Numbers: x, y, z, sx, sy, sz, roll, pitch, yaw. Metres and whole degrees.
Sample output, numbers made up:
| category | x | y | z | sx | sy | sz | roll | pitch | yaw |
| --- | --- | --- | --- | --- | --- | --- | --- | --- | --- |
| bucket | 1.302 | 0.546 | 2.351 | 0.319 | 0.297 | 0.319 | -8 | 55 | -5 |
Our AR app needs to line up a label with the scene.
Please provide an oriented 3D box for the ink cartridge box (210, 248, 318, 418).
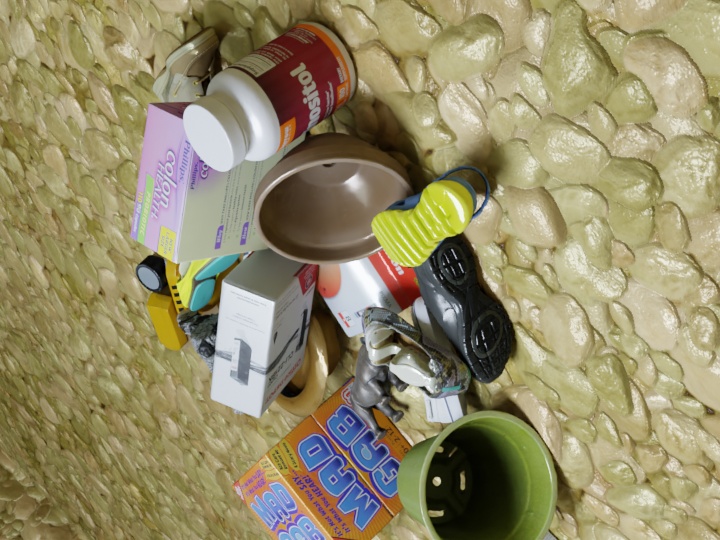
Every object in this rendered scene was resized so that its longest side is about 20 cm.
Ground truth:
| category | x | y | z | sx | sy | sz | roll | pitch | yaw |
| --- | --- | --- | --- | --- | --- | --- | --- | --- | --- |
| ink cartridge box | -0.132 | 0.077 | 1.545 | 0.083 | 0.144 | 0.202 | 21 | 124 | 14 |

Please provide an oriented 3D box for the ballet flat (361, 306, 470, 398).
| category | x | y | z | sx | sy | sz | roll | pitch | yaw |
| --- | --- | --- | --- | --- | --- | --- | --- | --- | --- |
| ballet flat | 0.051 | 0.103 | 1.423 | 0.199 | 0.072 | 0.073 | 30 | 143 | 42 |

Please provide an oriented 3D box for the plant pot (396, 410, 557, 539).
| category | x | y | z | sx | sy | sz | roll | pitch | yaw |
| --- | --- | --- | --- | --- | --- | --- | --- | --- | --- |
| plant pot | 0.137 | 0.291 | 1.533 | 0.201 | 0.199 | 0.190 | 56 | 161 | -6 |

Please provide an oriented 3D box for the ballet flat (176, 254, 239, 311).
| category | x | y | z | sx | sy | sz | roll | pitch | yaw |
| --- | --- | --- | --- | --- | --- | --- | --- | --- | --- |
| ballet flat | -0.237 | -0.008 | 1.682 | 0.068 | 0.066 | 0.200 | 58 | 146 | 14 |

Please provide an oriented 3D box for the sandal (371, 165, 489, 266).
| category | x | y | z | sx | sy | sz | roll | pitch | yaw |
| --- | --- | --- | --- | --- | --- | --- | --- | --- | --- |
| sandal | 0.086 | -0.065 | 1.310 | 0.080 | 0.087 | 0.199 | 56 | 147 | -7 |

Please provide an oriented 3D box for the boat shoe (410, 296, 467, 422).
| category | x | y | z | sx | sy | sz | roll | pitch | yaw |
| --- | --- | --- | --- | --- | --- | --- | --- | --- | --- |
| boat shoe | 0.090 | 0.126 | 1.493 | 0.064 | 0.074 | 0.202 | -11 | 118 | 14 |

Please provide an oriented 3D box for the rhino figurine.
| category | x | y | z | sx | sy | sz | roll | pitch | yaw |
| --- | --- | --- | --- | --- | --- | --- | --- | --- | --- |
| rhino figurine | 0.025 | 0.152 | 1.633 | 0.087 | 0.059 | 0.202 | 46 | 146 | 31 |

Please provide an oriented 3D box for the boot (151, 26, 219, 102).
| category | x | y | z | sx | sy | sz | roll | pitch | yaw |
| --- | --- | --- | --- | --- | --- | --- | --- | --- | --- |
| boot | -0.206 | -0.232 | 1.543 | 0.156 | 0.073 | 0.200 | 55 | 150 | -2 |

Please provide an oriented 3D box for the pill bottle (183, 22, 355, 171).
| category | x | y | z | sx | sy | sz | roll | pitch | yaw |
| --- | --- | --- | --- | --- | --- | --- | --- | --- | --- |
| pill bottle | -0.107 | -0.201 | 1.325 | 0.112 | 0.199 | 0.114 | 32 | 144 | 28 |

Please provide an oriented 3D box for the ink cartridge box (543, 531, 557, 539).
| category | x | y | z | sx | sy | sz | roll | pitch | yaw |
| --- | --- | --- | --- | --- | --- | --- | --- | --- | --- |
| ink cartridge box | 0.267 | 0.464 | 1.644 | 0.200 | 0.043 | 0.197 | 46 | 147 | 13 |

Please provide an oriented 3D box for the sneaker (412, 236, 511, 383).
| category | x | y | z | sx | sy | sz | roll | pitch | yaw |
| --- | --- | --- | --- | --- | --- | --- | --- | --- | --- |
| sneaker | 0.123 | 0.046 | 1.406 | 0.090 | 0.075 | 0.203 | -4 | 111 | 64 |

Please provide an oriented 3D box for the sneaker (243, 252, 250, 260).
| category | x | y | z | sx | sy | sz | roll | pitch | yaw |
| --- | --- | --- | --- | --- | --- | --- | --- | --- | --- |
| sneaker | -0.140 | -0.017 | 1.639 | 0.085 | 0.074 | 0.203 | -109 | 26 | -64 |

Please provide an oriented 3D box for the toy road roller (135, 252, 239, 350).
| category | x | y | z | sx | sy | sz | roll | pitch | yaw |
| --- | --- | --- | --- | --- | --- | --- | --- | --- | --- |
| toy road roller | -0.266 | 0.035 | 1.846 | 0.144 | 0.123 | 0.202 | 13 | 132 | 30 |

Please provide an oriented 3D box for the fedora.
| category | x | y | z | sx | sy | sz | roll | pitch | yaw |
| --- | --- | --- | --- | --- | --- | --- | --- | --- | --- |
| fedora | -0.088 | 0.119 | 1.707 | 0.199 | 0.081 | 0.204 | 22 | 120 | 44 |

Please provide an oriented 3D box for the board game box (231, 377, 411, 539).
| category | x | y | z | sx | sy | sz | roll | pitch | yaw |
| --- | --- | --- | --- | --- | --- | --- | --- | --- | --- |
| board game box | -0.047 | 0.332 | 1.771 | 0.201 | 0.199 | 0.200 | 49 | 149 | 4 |

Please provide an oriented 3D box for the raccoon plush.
| category | x | y | z | sx | sy | sz | roll | pitch | yaw |
| --- | --- | --- | --- | --- | --- | --- | --- | --- | --- |
| raccoon plush | -0.203 | 0.131 | 1.733 | 0.200 | 0.096 | 0.136 | 36 | 149 | 65 |

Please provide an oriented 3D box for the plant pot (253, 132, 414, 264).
| category | x | y | z | sx | sy | sz | roll | pitch | yaw |
| --- | --- | --- | --- | --- | --- | --- | --- | --- | --- |
| plant pot | -0.036 | -0.104 | 1.390 | 0.202 | 0.197 | 0.094 | 104 | 161 | -52 |

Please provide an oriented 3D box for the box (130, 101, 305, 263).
| category | x | y | z | sx | sy | sz | roll | pitch | yaw |
| --- | --- | --- | --- | --- | --- | --- | --- | --- | --- |
| box | -0.181 | -0.119 | 1.450 | 0.096 | 0.199 | 0.179 | 26 | 114 | 34 |

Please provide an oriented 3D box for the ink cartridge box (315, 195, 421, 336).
| category | x | y | z | sx | sy | sz | roll | pitch | yaw |
| --- | --- | --- | --- | --- | --- | --- | --- | --- | --- |
| ink cartridge box | 0.000 | 0.000 | 1.528 | 0.163 | 0.050 | 0.199 | 56 | 151 | -6 |
